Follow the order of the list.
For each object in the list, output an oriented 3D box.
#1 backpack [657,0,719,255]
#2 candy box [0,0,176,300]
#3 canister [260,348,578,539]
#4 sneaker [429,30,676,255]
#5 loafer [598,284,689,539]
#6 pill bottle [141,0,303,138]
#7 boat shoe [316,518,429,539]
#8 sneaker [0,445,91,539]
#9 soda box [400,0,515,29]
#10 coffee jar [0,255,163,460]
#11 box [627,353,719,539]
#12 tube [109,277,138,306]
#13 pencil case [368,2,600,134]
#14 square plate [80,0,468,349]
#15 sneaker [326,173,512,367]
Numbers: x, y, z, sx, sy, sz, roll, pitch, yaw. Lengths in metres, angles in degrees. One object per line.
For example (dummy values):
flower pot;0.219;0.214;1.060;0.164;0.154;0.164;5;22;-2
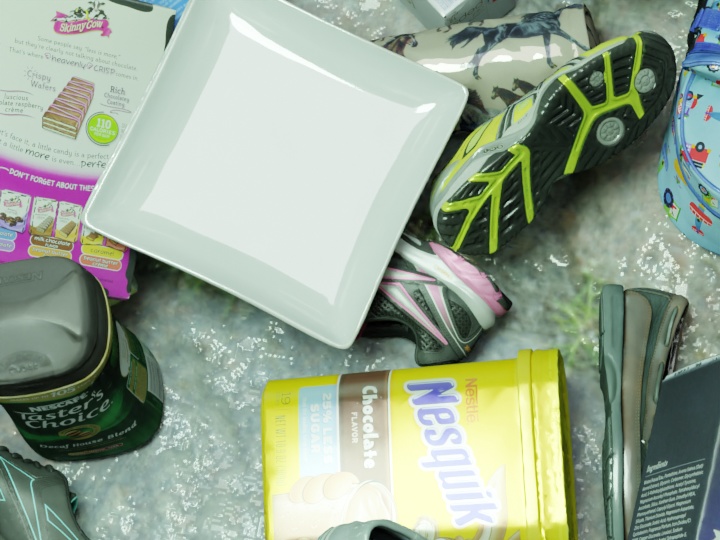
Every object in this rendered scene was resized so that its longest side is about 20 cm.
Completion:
backpack;0.290;-0.106;1.551;0.182;0.135;0.201;23;78;17
candy box;-0.209;-0.090;1.552;0.136;0.061;0.202;11;88;-31
canister;0.039;0.134;1.527;0.198;0.087;0.150;-6;74;9
sneaker;0.122;-0.098;1.561;0.199;0.076;0.076;-37;30;2
loafer;0.190;0.102;1.526;0.062;0.072;0.202;-1;68;3
pill bottle;-0.102;-0.165;1.645;0.112;0.112;0.201;-28;66;-2
boat shoe;0.059;0.222;1.450;0.200;0.071;0.070;37;54;-18
sneaker;-0.243;0.157;1.582;0.079;0.075;0.200;-36;76;-17
soda box;0.025;-0.253;1.682;0.064;0.068;0.200;-38;69;-6
coffee jar;-0.200;0.060;1.532;0.103;0.200;0.086;-10;68;6
box;0.252;0.170;1.442;0.147;0.104;0.201;18;73;-15
tube;-0.255;0.037;1.634;0.199;0.052;0.058;-28;36;0
pencil case;0.079;-0.129;1.624;0.198;0.090;0.078;-10;40;5
square plate;-0.056;-0.075;1.550;0.199;0.028;0.199;26;79;2
sneaker;0.000;0.000;1.589;0.199;0.080;0.087;32;83;22
